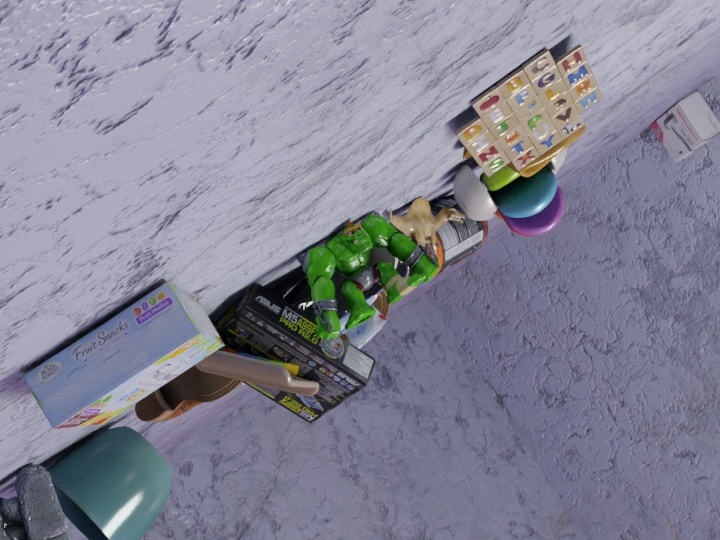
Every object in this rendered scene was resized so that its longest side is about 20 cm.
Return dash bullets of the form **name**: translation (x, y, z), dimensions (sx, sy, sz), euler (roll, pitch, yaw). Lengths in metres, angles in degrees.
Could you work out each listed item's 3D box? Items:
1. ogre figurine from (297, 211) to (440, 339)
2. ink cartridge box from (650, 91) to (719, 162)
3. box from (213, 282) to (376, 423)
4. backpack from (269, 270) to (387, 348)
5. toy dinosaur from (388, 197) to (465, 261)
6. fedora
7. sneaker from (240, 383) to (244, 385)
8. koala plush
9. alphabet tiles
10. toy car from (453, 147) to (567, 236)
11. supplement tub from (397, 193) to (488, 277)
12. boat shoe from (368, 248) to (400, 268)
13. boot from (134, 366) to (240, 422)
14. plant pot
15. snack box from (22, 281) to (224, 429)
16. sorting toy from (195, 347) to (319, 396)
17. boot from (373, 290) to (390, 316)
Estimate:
- **ogre figurine**: translation (0.000, 0.000, 1.437), dimensions (0.199, 0.120, 0.098), euler (-34, 171, -9)
- **ink cartridge box**: translation (0.985, -0.433, 3.284), dimensions (0.084, 0.146, 0.200), euler (-31, 174, -16)
- **box**: translation (-0.103, 0.117, 1.473), dimensions (0.160, 0.199, 0.044), euler (-40, -158, 48)
- **backpack**: translation (-0.068, 0.074, 1.593), dimensions (0.199, 0.155, 0.190), euler (-32, -175, -36)
- **toy dinosaur**: translation (0.079, -0.058, 1.622), dimensions (0.058, 0.102, 0.199), euler (12, -170, 37)
- **fedora**: translation (0.225, -0.177, 1.394), dimensions (0.200, 0.082, 0.201), euler (-33, 174, -4)
- **sneaker**: translation (-0.197, 0.149, 1.841), dimensions (0.087, 0.074, 0.200), euler (-30, 179, -26)
- **koala plush**: translation (-0.555, 0.422, 1.717), dimensions (0.177, 0.185, 0.200), euler (-30, -175, -29)
- **alphabet tiles**: translation (0.197, -0.180, 1.250), dimensions (0.166, 0.006, 0.200), euler (-34, 154, 10)
- **toy car**: translation (0.240, -0.120, 1.622), dimensions (0.174, 0.151, 0.200), euler (-33, 175, 3)
- **supplement tub**: translation (0.111, -0.047, 1.753), dimensions (0.199, 0.107, 0.107), euler (-28, 173, -41)
- **boat shoe**: translation (0.012, -0.007, 1.658), dimensions (0.066, 0.075, 0.199), euler (-22, 172, -37)
- **boot**: translation (-0.265, 0.187, 1.786), dimensions (0.199, 0.074, 0.155), euler (-22, 175, 8)
- **plant pot**: translation (-0.413, 0.362, 1.831), dimensions (0.161, 0.201, 0.201), euler (-44, 180, -26)
- **snack box**: translation (-0.236, 0.091, 1.123), dimensions (0.168, 0.068, 0.200), euler (-33, 176, -5)
- **sorting toy**: translation (-0.155, 0.118, 1.388), dimensions (0.200, 0.184, 0.037), euler (54, 49, -76)
- **boot**: translation (0.042, 0.009, 1.813), dimensions (0.156, 0.076, 0.200), euler (-61, 171, -19)
